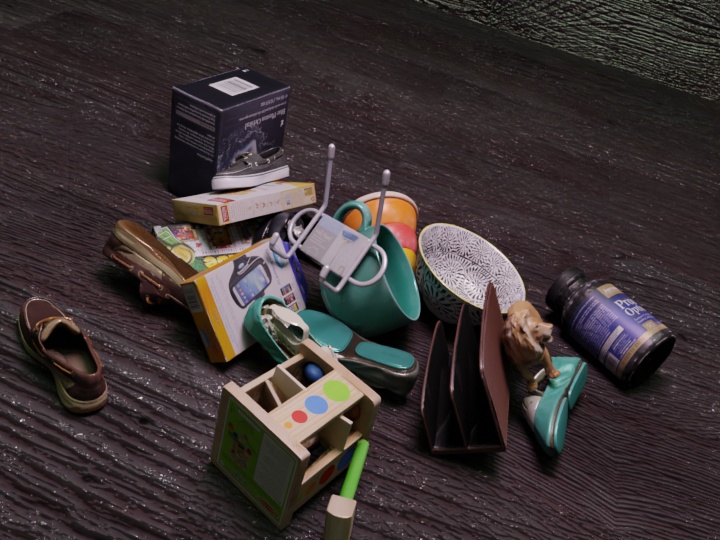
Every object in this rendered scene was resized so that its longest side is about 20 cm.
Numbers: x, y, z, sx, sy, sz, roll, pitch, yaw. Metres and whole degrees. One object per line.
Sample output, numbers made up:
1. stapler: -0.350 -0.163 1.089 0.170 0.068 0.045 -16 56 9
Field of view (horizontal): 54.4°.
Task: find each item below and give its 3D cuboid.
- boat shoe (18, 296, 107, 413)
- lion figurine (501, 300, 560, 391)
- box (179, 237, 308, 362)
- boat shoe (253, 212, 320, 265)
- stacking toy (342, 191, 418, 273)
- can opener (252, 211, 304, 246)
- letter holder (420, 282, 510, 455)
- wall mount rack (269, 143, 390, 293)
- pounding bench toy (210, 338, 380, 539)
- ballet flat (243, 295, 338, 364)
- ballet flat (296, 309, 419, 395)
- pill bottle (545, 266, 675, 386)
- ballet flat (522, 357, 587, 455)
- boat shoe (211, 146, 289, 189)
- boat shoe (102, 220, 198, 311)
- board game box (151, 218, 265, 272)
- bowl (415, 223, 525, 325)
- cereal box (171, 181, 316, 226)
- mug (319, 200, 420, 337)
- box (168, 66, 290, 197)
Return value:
1. boat shoe: -0.372 0.086 0.876 0.072 0.073 0.200 -14 45 -36
2. lion figurine: 0.238 0.089 1.013 0.072 0.123 0.200 -27 13 10
3. box: -0.156 0.033 1.005 0.041 0.120 0.200 -10 15 37
4. boat shoe: -0.110 -0.073 1.214 0.200 0.064 0.074 25 41 23
5. stacking toy: 0.046 -0.018 1.178 0.144 0.147 0.202 1 55 -21
6. can opener: -0.139 -0.015 1.104 0.063 0.078 0.202 41 46 -30
7. letter holder: 0.140 0.124 0.949 0.099 0.143 0.201 -8 29 19
8. wall mount rack: -0.034 -0.071 0.982 0.199 0.175 0.074 31 -5 37
9. pounding bench toy: -0.044 0.202 0.805 0.199 0.125 0.155 35 38 26
10. ballet flat: -0.076 0.109 0.927 0.200 0.071 0.067 43 48 10
11. ballet flat: -0.013 0.121 0.987 0.198 0.064 0.067 22 37 18
12. pill bottle: 0.407 0.086 1.164 0.111 0.113 0.200 -13 44 -36
13. ballet flat: 0.270 0.190 1.004 0.070 0.068 0.200 4 29 28
14. boat shoe: -0.192 -0.177 1.211 0.068 0.057 0.200 -2 13 26
15. boat shoe: -0.287 0.015 1.010 0.199 0.072 0.072 40 8 0
16. board game box: -0.225 -0.033 1.125 0.198 0.024 0.106 -7 60 -31
17. bowl: 0.162 0.025 1.149 0.199 0.095 0.202 20 36 -15
18. cereal box: -0.193 -0.115 1.169 0.199 0.040 0.143 -18 19 -42
19. mug: 0.005 0.008 1.063 0.152 0.113 0.187 41 33 -52
20. box: -0.238 -0.240 1.274 0.117 0.202 0.196 27 36 20
